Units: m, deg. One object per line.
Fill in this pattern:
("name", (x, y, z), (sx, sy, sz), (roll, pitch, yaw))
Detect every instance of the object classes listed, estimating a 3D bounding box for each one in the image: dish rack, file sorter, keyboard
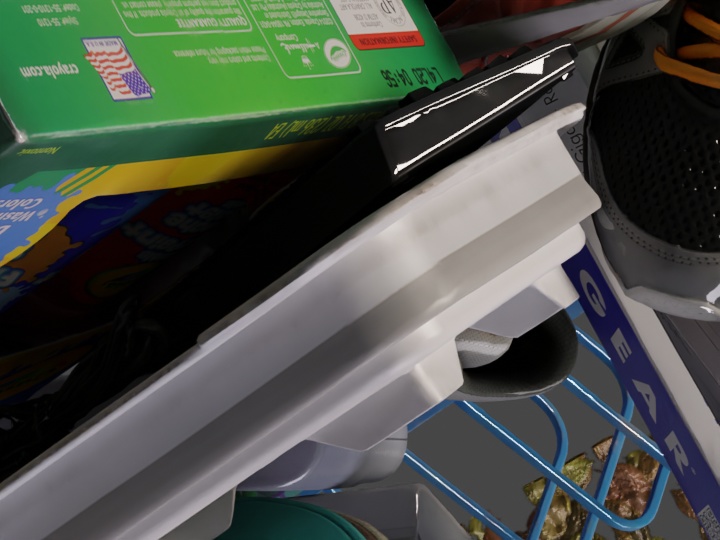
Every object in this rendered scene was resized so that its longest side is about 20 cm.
("dish rack", (-0.029, 0.038, 0.678), (0.200, 0.044, 0.172), (-35, 179, 23))
("file sorter", (0.090, 0.036, 1.166), (0.200, 0.123, 0.139), (-38, -159, 43))
("keyboard", (-0.036, 0.006, 0.691), (0.127, 0.021, 0.200), (-33, 176, -38))

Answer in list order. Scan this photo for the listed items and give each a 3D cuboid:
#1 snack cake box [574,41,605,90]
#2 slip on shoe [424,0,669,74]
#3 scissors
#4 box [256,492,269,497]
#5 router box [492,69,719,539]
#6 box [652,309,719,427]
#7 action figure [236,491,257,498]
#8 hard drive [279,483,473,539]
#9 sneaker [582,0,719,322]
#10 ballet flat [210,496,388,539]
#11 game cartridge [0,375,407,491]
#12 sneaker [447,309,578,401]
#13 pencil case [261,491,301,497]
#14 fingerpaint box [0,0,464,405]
("snack cake box", (0.158, -0.101, 0.821), (0.200, 0.115, 0.067), (-28, 170, 0))
("slip on shoe", (0.020, -0.075, 0.756), (0.061, 0.074, 0.200), (16, 157, -23))
("scissors", (-0.002, -0.054, 0.718), (0.073, 0.014, 0.200), (29, 150, -26))
("box", (-0.082, 0.180, 1.042), (0.200, 0.112, 0.101), (-61, 146, -13))
("router box", (0.157, -0.026, 0.913), (0.179, 0.200, 0.049), (-26, 169, -9))
("box", (0.157, 0.074, 0.785), (0.060, 0.200, 0.117), (-32, -146, 1))
("action figure", (-0.135, 0.095, 0.986), (0.200, 0.055, 0.118), (-12, 152, -3))
("hard drive", (-0.058, 0.112, 0.923), (0.200, 0.026, 0.132), (-7, 155, 16))
("sneaker", (0.108, -0.083, 0.719), (0.077, 0.078, 0.200), (74, 34, -69))
("ballet flat", (-0.045, 0.099, 0.790), (0.200, 0.062, 0.067), (5, -134, 51))
("game cartridge", (-0.096, 0.050, 0.863), (0.200, 0.041, 0.133), (0, 173, 14))
("sneaker", (0.000, 0.000, 0.879), (0.200, 0.079, 0.074), (17, 92, -52))
("pencil case", (-0.040, 0.032, 1.047), (0.200, 0.085, 0.093), (101, 13, -77))
("fingerpaint box", (-0.093, -0.022, 0.644), (0.167, 0.073, 0.200), (-33, 170, 27))
